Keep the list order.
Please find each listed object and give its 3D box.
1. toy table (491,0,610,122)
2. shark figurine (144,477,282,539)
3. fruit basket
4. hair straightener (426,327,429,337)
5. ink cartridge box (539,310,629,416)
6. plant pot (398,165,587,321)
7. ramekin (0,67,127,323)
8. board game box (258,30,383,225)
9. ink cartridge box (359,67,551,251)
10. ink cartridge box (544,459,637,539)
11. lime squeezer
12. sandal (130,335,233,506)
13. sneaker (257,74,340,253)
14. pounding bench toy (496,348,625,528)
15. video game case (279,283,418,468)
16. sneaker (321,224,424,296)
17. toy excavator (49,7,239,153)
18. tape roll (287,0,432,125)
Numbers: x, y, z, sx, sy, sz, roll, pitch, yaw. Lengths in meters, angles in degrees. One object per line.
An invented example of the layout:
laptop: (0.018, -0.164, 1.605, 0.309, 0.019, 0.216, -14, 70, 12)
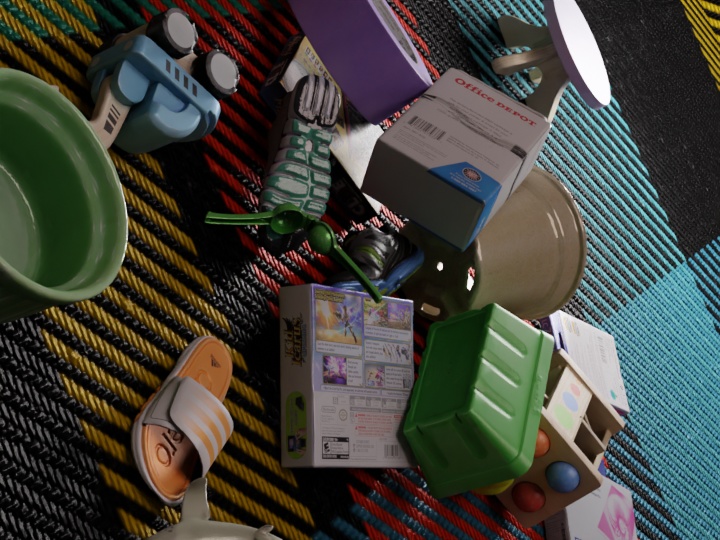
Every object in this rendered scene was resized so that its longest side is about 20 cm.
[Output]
toy table: (0.289, -0.322, 2.414, 0.183, 0.117, 0.202, 17, 54, -53)
shark figurine: (-0.101, 0.265, 1.372, 0.213, 0.090, 0.129, 16, 37, -6)
fruit basket: (0.144, 0.169, 1.741, 0.215, 0.155, 0.217, 30, 50, -44)
hair straightener: (0.085, 0.139, 1.841, 0.077, 0.041, 0.201, 43, 41, -35)
ink cartridge box: (0.306, 0.129, 2.198, 0.200, 0.042, 0.120, 26, 48, -53)
plant pot: (0.142, -0.021, 1.911, 0.183, 0.200, 0.202, -16, 83, -49)
ramekin: (-0.293, -0.054, 1.286, 0.200, 0.097, 0.201, 37, 40, -40)
board game box: (-0.033, -0.170, 1.860, 0.200, 0.034, 0.136, 53, 32, -22)
ink cartridge box: (0.113, -0.132, 1.830, 0.144, 0.085, 0.200, 31, 42, 11)
ink cartridge box: (0.298, 0.307, 2.060, 0.196, 0.043, 0.202, 31, 46, -46)
lime squeezer: (-0.058, -0.034, 1.627, 0.199, 0.038, 0.071, 26, 25, -3)
sandal: (-0.147, 0.122, 1.439, 0.079, 0.059, 0.207, 52, 32, -24)
sneaker: (-0.074, -0.109, 1.717, 0.074, 0.087, 0.202, 21, 75, -22)
pounding bench toy: (0.194, 0.178, 1.889, 0.200, 0.124, 0.156, 49, 33, -7)
video game case: (-0.011, 0.114, 1.643, 0.199, 0.045, 0.183, 12, 76, -56)
sneaker: (0.000, 0.000, 1.777, 0.083, 0.071, 0.199, 45, 32, 6)
toy excavator: (-0.222, -0.156, 1.492, 0.194, 0.099, 0.201, 41, 47, -36)
tape roll: (-0.002, -0.278, 1.875, 0.201, 0.085, 0.200, 55, 11, -17)
